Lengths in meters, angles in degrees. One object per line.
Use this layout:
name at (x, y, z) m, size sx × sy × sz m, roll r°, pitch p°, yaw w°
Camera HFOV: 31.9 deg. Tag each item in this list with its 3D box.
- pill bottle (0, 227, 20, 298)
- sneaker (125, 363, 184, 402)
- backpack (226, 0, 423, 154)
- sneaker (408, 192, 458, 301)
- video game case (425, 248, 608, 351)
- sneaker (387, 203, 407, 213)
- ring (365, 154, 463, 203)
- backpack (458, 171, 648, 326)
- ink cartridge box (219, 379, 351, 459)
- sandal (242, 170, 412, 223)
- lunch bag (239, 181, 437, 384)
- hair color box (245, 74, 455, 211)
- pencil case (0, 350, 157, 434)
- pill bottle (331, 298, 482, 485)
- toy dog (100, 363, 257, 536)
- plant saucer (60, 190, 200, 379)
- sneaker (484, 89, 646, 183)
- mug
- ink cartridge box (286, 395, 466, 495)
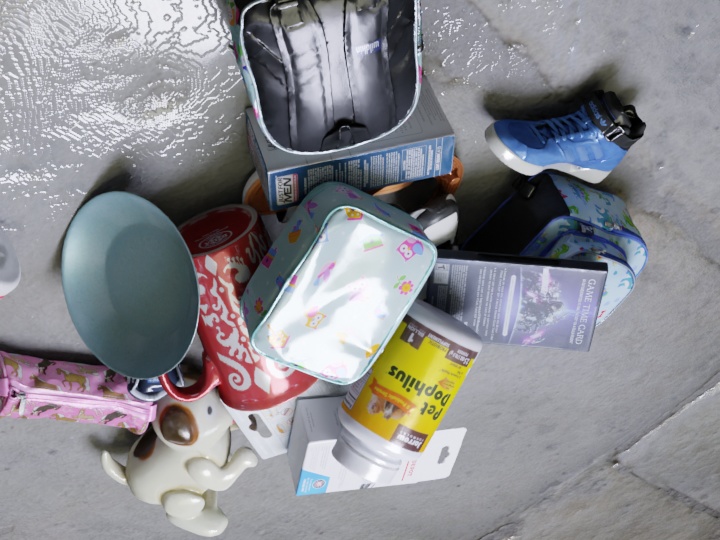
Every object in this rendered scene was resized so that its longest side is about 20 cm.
pill bottle at (-0.456, 0.024, 1.281) m, size 0.200 × 0.111 × 0.111 m, roll -33°, pitch 139°, yaw 13°
sneaker at (-0.235, 0.065, 1.426) m, size 0.070 × 0.109 × 0.200 m, roll -4°, pitch 138°, yaw -19°
backpack at (-0.033, -0.213, 1.181) m, size 0.177 × 0.151 × 0.200 m, roll -15°, pitch 132°, yaw -5°
sneaker at (0.091, -0.019, 1.473) m, size 0.074 × 0.080 × 0.200 m, roll -25°, pitch 156°, yaw -13°
video game case at (0.176, 0.036, 1.457) m, size 0.200 × 0.019 × 0.143 m, roll 4°, pitch 137°, yaw 2°
sneaker at (0.000, 0.000, 1.416) m, size 0.079 × 0.096 × 0.200 m, roll 19°, pitch 119°, yaw -10°
ring at (0.034, -0.063, 1.428) m, size 0.200 × 0.019 × 0.200 m, roll -27°, pitch 158°, yaw -12°
backpack at (0.250, -0.008, 1.542) m, size 0.200 × 0.147 × 0.183 m, roll 9°, pitch 134°, yaw -37°
ink cartridge box at (-0.055, 0.148, 1.541) m, size 0.200 × 0.047 × 0.160 m, roll -19°, pitch 141°, yaw 5°
sandal at (-0.027, -0.089, 1.391) m, size 0.206 × 0.059 × 0.079 m, roll -10°, pitch 138°, yaw -14°
lunch bag at (-0.023, 0.018, 1.311) m, size 0.160 × 0.077 × 0.200 m, roll 22°, pitch 111°, yaw -32°
hair color box at (-0.012, -0.135, 1.316) m, size 0.200 × 0.100 × 0.061 m, roll -12°, pitch 140°, yaw -12°
pencil case at (-0.341, 0.145, 1.484) m, size 0.200 × 0.087 × 0.083 m, roll 11°, pitch 136°, yaw -33°
pill bottle at (0.047, 0.138, 1.425) m, size 0.109 × 0.109 × 0.200 m, roll 23°, pitch 98°, yaw -41°
toy dog at (-0.222, 0.209, 1.596) m, size 0.194 × 0.140 × 0.200 m, roll 17°, pitch 132°, yaw -2°
plant saucer at (-0.234, 0.013, 1.331) m, size 0.039 × 0.201 × 0.201 m, roll -16°, pitch 150°, yaw -54°
sneaker at (0.238, -0.162, 1.416) m, size 0.200 × 0.077 × 0.111 m, roll 8°, pitch 137°, yaw -37°
mug at (-0.142, 0.050, 1.385) m, size 0.178 × 0.133 × 0.200 m, roll -45°, pitch 128°, yaw -38°
ink cartridge box at (0.018, 0.209, 1.547) m, size 0.200 × 0.068 × 0.116 m, roll -3°, pitch 139°, yaw -16°
